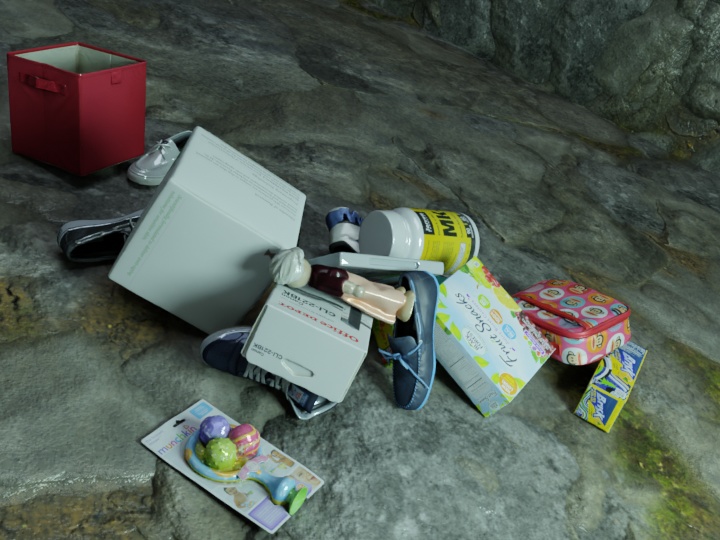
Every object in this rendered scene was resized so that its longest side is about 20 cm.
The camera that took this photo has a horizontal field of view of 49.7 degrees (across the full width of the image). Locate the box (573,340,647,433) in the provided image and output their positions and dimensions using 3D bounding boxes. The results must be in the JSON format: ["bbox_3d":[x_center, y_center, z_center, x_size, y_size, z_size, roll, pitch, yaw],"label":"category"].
[{"bbox_3d":[0.422,0.185,1.304,0.064,0.071,0.200,28,31,19],"label":"box"}]

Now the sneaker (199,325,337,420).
[{"bbox_3d":[-0.117,0.140,1.054,0.198,0.071,0.109,11,29,-21],"label":"sneaker"}]

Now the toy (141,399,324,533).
[{"bbox_3d":[-0.147,0.217,0.931,0.199,0.048,0.115,31,30,18],"label":"toy"}]

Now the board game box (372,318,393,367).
[{"bbox_3d":[0.113,0.088,1.259,0.198,0.048,0.102,-5,66,-36],"label":"board game box"}]

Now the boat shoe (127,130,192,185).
[{"bbox_3d":[-0.374,-0.221,1.495,0.072,0.069,0.200,28,30,14],"label":"boat shoe"}]

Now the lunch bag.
[{"bbox_3d":[0.346,0.092,1.352,0.175,0.083,0.199,-21,26,-27],"label":"lunch bag"}]

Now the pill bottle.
[{"bbox_3d":[0.101,-0.050,1.352,0.199,0.115,0.114,1,34,-39],"label":"pill bottle"}]

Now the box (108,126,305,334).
[{"bbox_3d":[-0.215,-0.051,1.121,0.199,0.199,0.172,31,31,-18],"label":"box"}]

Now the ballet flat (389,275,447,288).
[{"bbox_3d":[0.073,0.048,1.325,0.199,0.074,0.073,-13,43,-36],"label":"ballet flat"}]

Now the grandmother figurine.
[{"bbox_3d":[-0.027,0.020,1.033,0.198,0.061,0.121,18,-7,-20],"label":"grandmother figurine"}]

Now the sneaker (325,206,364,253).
[{"bbox_3d":[0.017,-0.021,1.405,0.198,0.081,0.116,24,50,-22],"label":"sneaker"}]

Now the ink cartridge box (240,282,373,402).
[{"bbox_3d":[-0.063,0.074,1.053,0.143,0.084,0.200,26,19,-4],"label":"ink cartridge box"}]

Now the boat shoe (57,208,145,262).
[{"bbox_3d":[-0.364,-0.050,1.212,0.198,0.074,0.068,-5,33,-36],"label":"boat shoe"}]

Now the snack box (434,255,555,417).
[{"bbox_3d":[0.188,0.100,1.219,0.200,0.068,0.168,50,45,7],"label":"snack box"}]

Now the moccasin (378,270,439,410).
[{"bbox_3d":[0.063,0.099,1.124,0.080,0.202,0.068,-4,-8,45],"label":"moccasin"}]

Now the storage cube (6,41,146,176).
[{"bbox_3d":[-0.505,-0.296,1.404,0.170,0.181,0.200,19,27,18],"label":"storage cube"}]

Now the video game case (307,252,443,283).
[{"bbox_3d":[0.000,0.000,1.211,0.180,0.024,0.199,5,-8,-30],"label":"video game case"}]

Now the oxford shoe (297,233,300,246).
[{"bbox_3d":[-0.159,-0.122,1.449,0.072,0.085,0.200,-6,37,-35],"label":"oxford shoe"}]
